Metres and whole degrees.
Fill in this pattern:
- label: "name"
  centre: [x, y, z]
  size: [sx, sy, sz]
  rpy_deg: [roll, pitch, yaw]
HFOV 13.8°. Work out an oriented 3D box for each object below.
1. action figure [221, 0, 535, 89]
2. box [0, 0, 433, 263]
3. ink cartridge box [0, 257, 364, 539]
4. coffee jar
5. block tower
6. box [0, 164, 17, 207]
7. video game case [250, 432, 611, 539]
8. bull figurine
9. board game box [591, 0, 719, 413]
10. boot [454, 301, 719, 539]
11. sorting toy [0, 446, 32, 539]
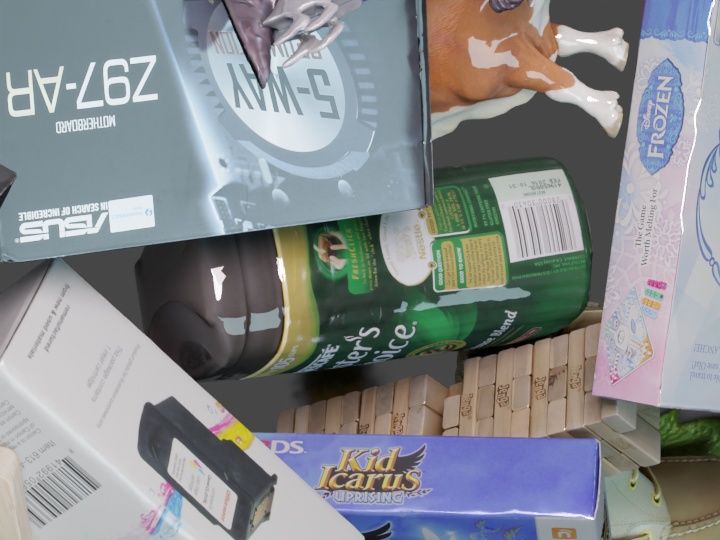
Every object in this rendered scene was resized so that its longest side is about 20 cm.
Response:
- label: "action figure"
  centre: [0.035, -0.151, 1.208]
  size: [0.199, 0.069, 0.130]
  rpy_deg: [-21, 138, -4]
- label: "box"
  centre: [-0.071, -0.095, 1.254]
  size: [0.199, 0.044, 0.161]
  rpy_deg: [-7, 106, -18]
- label: "ink cartridge box"
  centre: [-0.121, 0.113, 1.329]
  size: [0.200, 0.083, 0.146]
  rpy_deg: [44, 126, -17]
- label: "coffee jar"
  centre: [0.000, 0.000, 1.374]
  size: [0.199, 0.086, 0.104]
  rpy_deg: [-6, 171, -24]
- label: "block tower"
  centre: [0.054, 0.080, 1.435]
  size: [0.199, 0.054, 0.058]
  rpy_deg: [-17, 145, 33]
- label: "box"
  centre: [-0.258, -0.019, 1.167]
  size: [0.200, 0.079, 0.141]
  rpy_deg: [29, 116, -2]
- label: "video game case"
  centre: [0.022, 0.139, 1.441]
  size: [0.199, 0.046, 0.181]
  rpy_deg: [1, 149, 9]
- label: "bull figurine"
  centre: [0.067, -0.125, 1.320]
  size: [0.121, 0.065, 0.201]
  rpy_deg: [13, 117, -3]
- label: "board game box"
  centre: [0.194, -0.030, 1.401]
  size: [0.200, 0.043, 0.200]
  rpy_deg: [9, 88, -50]
- label: "boot"
  centre: [0.129, 0.088, 1.544]
  size: [0.199, 0.072, 0.155]
  rpy_deg: [-8, 126, -24]
- label: "sorting toy"
  centre: [-0.240, 0.174, 1.294]
  size: [0.198, 0.070, 0.201]
  rpy_deg: [0, 127, 6]
